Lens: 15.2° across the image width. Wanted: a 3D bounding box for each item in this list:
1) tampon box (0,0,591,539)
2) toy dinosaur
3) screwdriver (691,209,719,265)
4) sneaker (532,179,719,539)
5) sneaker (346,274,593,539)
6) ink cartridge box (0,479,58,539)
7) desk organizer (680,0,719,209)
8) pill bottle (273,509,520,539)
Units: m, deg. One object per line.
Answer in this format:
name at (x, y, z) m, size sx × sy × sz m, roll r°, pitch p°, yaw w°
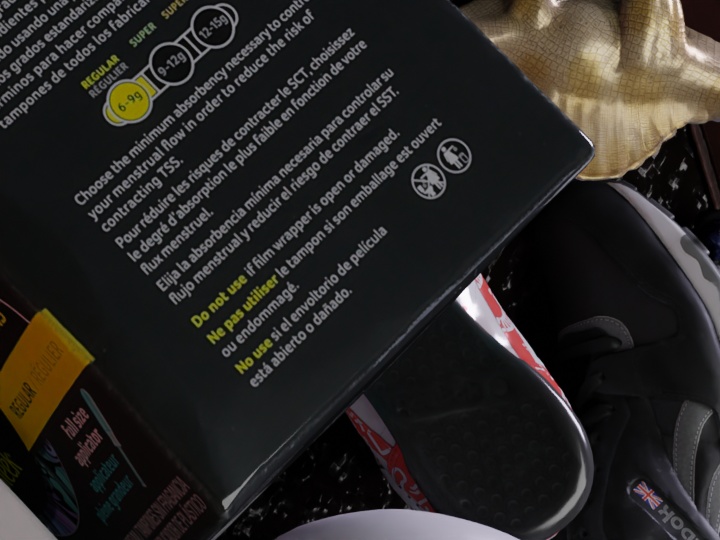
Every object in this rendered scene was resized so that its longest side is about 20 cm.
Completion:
tampon box at (-0.075, -0.036, 0.658) m, size 0.200 × 0.150 × 0.126 m, roll 45°, pitch 67°, yaw 3°
toy dinosaur at (0.086, -0.075, 0.871) m, size 0.199 × 0.058 × 0.102 m, roll 8°, pitch 72°, yaw -9°
screwdriver at (0.120, -0.012, 0.879) m, size 0.028 × 0.200 × 0.029 m, roll -4°, pitch 85°, yaw 5°
sneaker at (0.090, 0.066, 0.886) m, size 0.087 × 0.076 × 0.201 m, roll -20°, pitch 79°, yaw -22°
sneaker at (0.000, 0.001, 0.845) m, size 0.067 × 0.108 × 0.202 m, roll -34°, pitch 85°, yaw -4°
ink cartridge box at (-0.140, 0.017, 0.614) m, size 0.200 × 0.176 × 0.045 m, roll 46°, pitch 67°, yaw 5°
desk organizer at (0.155, -0.086, 0.934) m, size 0.072 × 0.077 × 0.201 m, roll -35°, pitch 121°, yaw -26°
pill bottle at (0.007, 0.175, 0.749) m, size 0.112 × 0.112 × 0.201 m, roll 41°, pitch 42°, yaw -37°
